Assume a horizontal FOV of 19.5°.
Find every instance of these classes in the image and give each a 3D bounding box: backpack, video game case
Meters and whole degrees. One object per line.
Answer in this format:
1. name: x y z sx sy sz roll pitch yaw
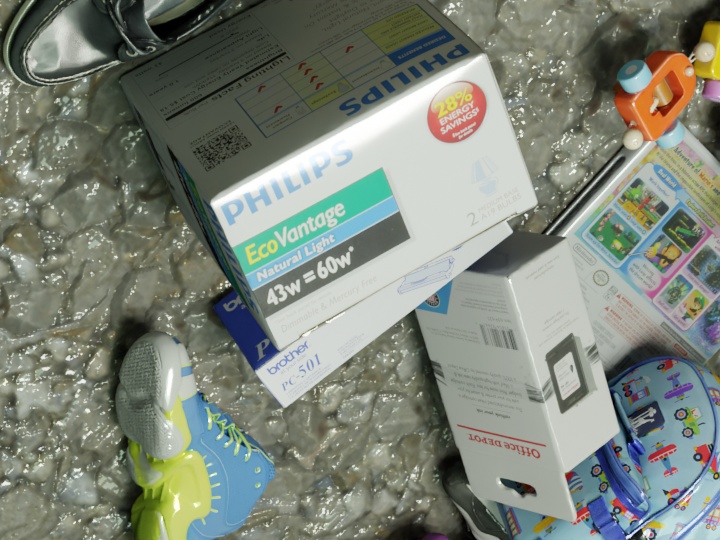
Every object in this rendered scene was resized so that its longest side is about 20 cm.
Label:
1. backpack: 0.213 0.151 1.584 0.200 0.183 0.134 -36 127 20
2. video game case: 0.230 -0.002 1.625 0.182 0.024 0.200 -47 125 5

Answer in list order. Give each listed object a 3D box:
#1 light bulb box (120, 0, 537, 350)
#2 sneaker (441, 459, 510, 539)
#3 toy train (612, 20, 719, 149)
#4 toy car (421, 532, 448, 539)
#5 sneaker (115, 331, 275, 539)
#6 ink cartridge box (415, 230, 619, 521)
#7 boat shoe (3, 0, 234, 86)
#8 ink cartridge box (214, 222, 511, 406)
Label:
1. light bulb box: -0.023 -0.084 1.352 0.197 0.200 0.125 -29 125 -7
2. sneaker: 0.117 0.230 1.672 0.080 0.074 0.200 -33 121 10
3. toy train: 0.252 -0.107 1.539 0.151 0.055 0.200 -53 126 -17
4. toy car: 0.048 0.281 1.622 0.198 0.175 0.151 -9 80 12
5. sneaker: -0.116 0.119 1.510 0.104 0.076 0.201 -18 131 -29
6. ink cartridge box: 0.114 0.073 1.525 0.067 0.115 0.201 -33 116 -33
7. boat shoe: -0.134 -0.172 1.334 0.198 0.066 0.075 -28 126 -8
8. ink cartridge box: 0.000 0.000 1.465 0.200 0.094 0.044 -38 126 -2
